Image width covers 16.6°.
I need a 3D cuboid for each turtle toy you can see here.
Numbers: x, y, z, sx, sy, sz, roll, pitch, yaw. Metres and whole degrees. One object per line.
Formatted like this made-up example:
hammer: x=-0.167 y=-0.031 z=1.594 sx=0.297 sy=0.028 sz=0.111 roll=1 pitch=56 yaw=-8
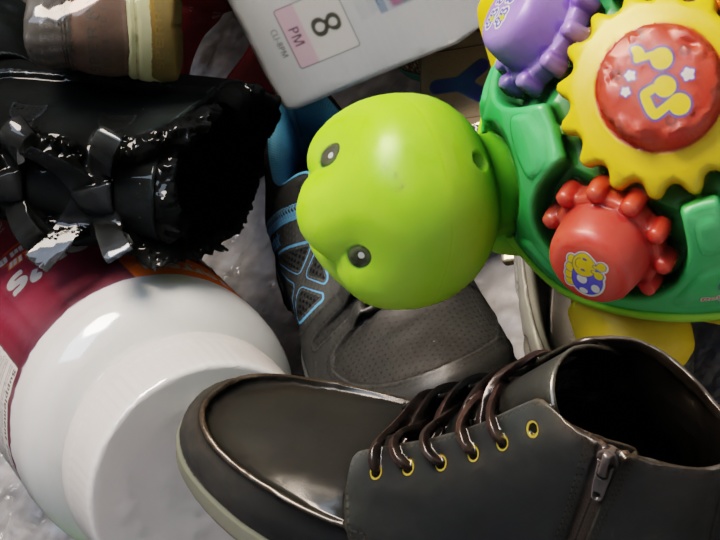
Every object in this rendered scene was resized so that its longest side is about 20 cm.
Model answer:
turtle toy: x=0.078 y=-0.040 z=0.773 sx=0.200 sy=0.101 sz=0.146 roll=-20 pitch=77 yaw=12

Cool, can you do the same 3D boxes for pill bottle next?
pill bottle: x=-0.090 y=0.043 z=0.946 sx=0.110 sy=0.110 sz=0.200 roll=-45 pitch=30 yaw=-4

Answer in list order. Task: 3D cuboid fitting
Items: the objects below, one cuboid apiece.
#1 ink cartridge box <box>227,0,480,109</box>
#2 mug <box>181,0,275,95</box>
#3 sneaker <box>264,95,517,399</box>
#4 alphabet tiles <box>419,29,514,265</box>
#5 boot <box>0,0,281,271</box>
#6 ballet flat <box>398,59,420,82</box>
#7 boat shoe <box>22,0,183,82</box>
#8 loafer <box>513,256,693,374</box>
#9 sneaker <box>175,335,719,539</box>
ink cartridge box: x=0.027 y=-0.171 z=0.931 sx=0.200 sy=0.163 sz=0.057 roll=-21 pitch=20 yaw=17
mug: x=-0.041 y=-0.158 z=1.081 sx=0.133 sy=0.178 sz=0.200 roll=-29 pitch=14 yaw=-33
sneaker: x=0.000 y=0.000 z=0.926 sx=0.073 sy=0.082 sz=0.200 roll=-21 pitch=29 yaw=-11
alphabet tiles: x=0.118 y=-0.085 z=0.954 sx=0.200 sy=0.006 sz=0.167 roll=-8 pitch=61 yaw=18
boot: x=-0.110 y=-0.062 z=0.966 sx=0.162 sy=0.074 sz=0.198 roll=4 pitch=24 yaw=18
ballet flat: x=0.066 y=-0.161 z=1.065 sx=0.065 sy=0.071 sz=0.200 roll=-5 pitch=47 yaw=53
boat shoe: x=-0.109 y=-0.130 z=0.955 sx=0.066 sy=0.072 sz=0.201 roll=-2 pitch=29 yaw=-12
loafer: x=0.089 y=-0.023 z=0.889 sx=0.070 sy=0.070 sz=0.200 roll=-10 pitch=63 yaw=17
sneaker: x=0.031 y=0.052 z=0.783 sx=0.200 sy=0.106 sz=0.075 roll=19 pitch=44 yaw=21
